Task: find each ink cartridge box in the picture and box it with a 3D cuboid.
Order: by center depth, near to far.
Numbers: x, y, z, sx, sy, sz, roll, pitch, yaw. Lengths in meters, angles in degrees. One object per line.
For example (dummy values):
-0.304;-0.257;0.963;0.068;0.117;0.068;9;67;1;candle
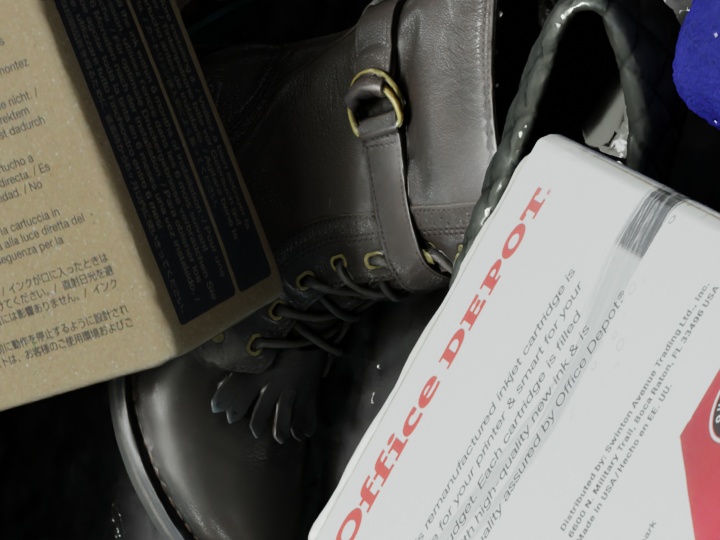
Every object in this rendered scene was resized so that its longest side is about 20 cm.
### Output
0.076;0.062;0.741;0.145;0.083;0.200;-60;23;3;ink cartridge box
-0.144;-0.034;0.949;0.199;0.075;0.166;-16;97;33;ink cartridge box

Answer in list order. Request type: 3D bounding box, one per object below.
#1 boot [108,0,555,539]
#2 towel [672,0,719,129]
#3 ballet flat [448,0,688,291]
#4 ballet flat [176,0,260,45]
0.000;0.000;0.948;0.173;0.069;0.201;-7;88;44;boot
0.172;-0.055;0.745;0.200;0.049;0.148;47;119;42;towel
0.046;0.013;0.854;0.066;0.057;0.201;15;95;26;ballet flat
-0.048;-0.115;1.011;0.200;0.067;0.063;-31;86;46;ballet flat
